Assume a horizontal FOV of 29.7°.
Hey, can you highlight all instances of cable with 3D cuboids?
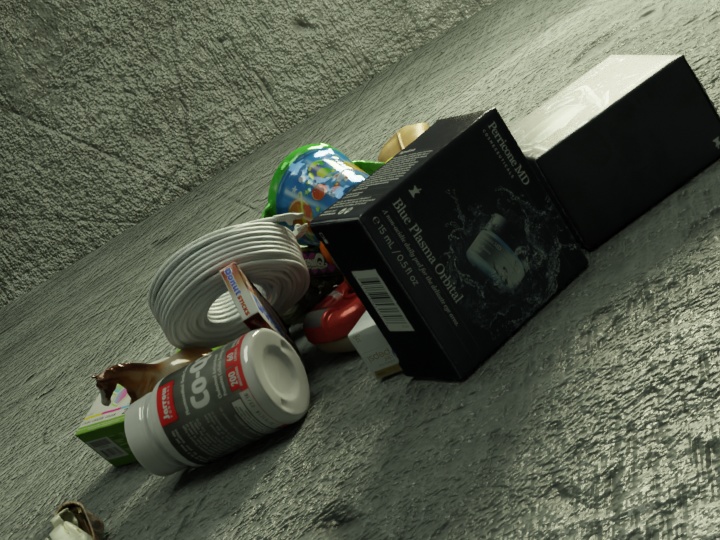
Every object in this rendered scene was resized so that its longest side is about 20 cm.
[{"bbox_3d":[-0.158,0.022,1.653,0.199,0.069,0.200,-12,-32,-32],"label":"cable"}]

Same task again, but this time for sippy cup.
[{"bbox_3d":[-0.031,-0.084,1.752,0.130,0.139,0.178,27,84,50],"label":"sippy cup"}]

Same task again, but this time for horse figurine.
[{"bbox_3d":[-0.222,0.144,1.654,0.199,0.133,0.050,-17,32,-16],"label":"horse figurine"}]

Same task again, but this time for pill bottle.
[{"bbox_3d":[-0.167,0.155,1.549,0.199,0.114,0.114,-28,15,25],"label":"pill bottle"}]

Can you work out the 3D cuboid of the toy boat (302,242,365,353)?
[{"bbox_3d":[0.000,0.000,1.650,0.200,0.131,0.130,-42,16,-28],"label":"toy boat"}]

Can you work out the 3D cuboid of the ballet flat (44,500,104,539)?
[{"bbox_3d":[-0.318,0.304,1.497,0.068,0.067,0.200,-37,14,-8],"label":"ballet flat"}]

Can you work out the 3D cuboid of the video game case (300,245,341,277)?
[{"bbox_3d":[-0.041,-0.031,1.875,0.180,0.036,0.200,-7,13,14],"label":"video game case"}]

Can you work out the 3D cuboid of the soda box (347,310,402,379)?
[{"bbox_3d":[0.063,0.037,1.521,0.068,0.064,0.200,-24,16,34],"label":"soda box"}]

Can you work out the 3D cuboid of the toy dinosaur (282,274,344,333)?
[{"bbox_3d":[-0.070,0.031,1.833,0.200,0.077,0.102,-43,29,-16],"label":"toy dinosaur"}]

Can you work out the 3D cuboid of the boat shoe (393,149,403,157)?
[{"bbox_3d":[0.119,-0.112,1.741,0.199,0.075,0.073,8,-22,-31],"label":"boat shoe"}]

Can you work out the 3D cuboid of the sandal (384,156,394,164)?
[{"bbox_3d":[0.098,-0.065,1.615,0.199,0.080,0.087,18,47,23],"label":"sandal"}]

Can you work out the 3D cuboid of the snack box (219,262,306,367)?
[{"bbox_3d":[-0.114,0.060,1.606,0.024,0.072,0.200,-28,-26,2],"label":"snack box"}]

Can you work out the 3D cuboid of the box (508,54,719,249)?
[{"bbox_3d":[0.269,-0.137,1.511,0.200,0.124,0.197,-36,15,-5],"label":"box"}]

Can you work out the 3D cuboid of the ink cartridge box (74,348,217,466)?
[{"bbox_3d":[-0.270,0.150,1.798,0.147,0.076,0.201,-20,35,46],"label":"ink cartridge box"}]

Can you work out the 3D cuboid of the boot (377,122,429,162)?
[{"bbox_3d":[0.100,-0.165,1.938,0.175,0.066,0.200,-40,27,15],"label":"boot"}]

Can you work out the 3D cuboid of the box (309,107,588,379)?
[{"bbox_3d":[0.092,-0.027,1.384,0.200,0.197,0.117,-40,15,-23],"label":"box"}]

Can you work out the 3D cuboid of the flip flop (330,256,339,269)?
[{"bbox_3d":[0.055,-0.040,1.540,0.199,0.081,0.058,-17,54,18],"label":"flip flop"}]
